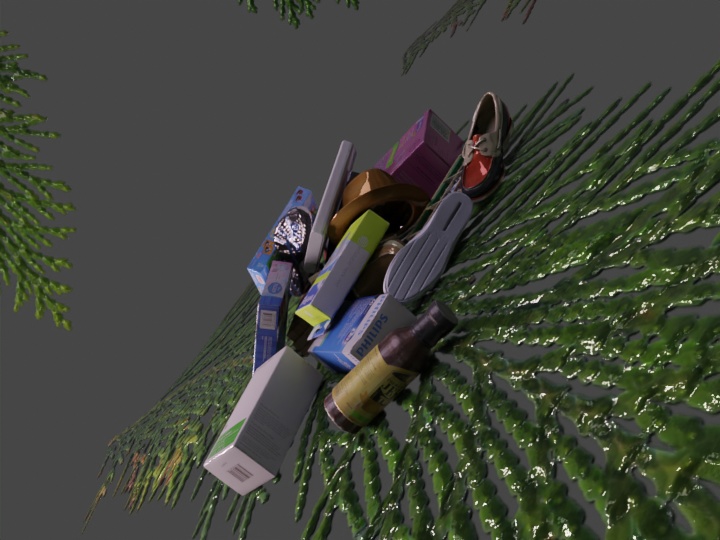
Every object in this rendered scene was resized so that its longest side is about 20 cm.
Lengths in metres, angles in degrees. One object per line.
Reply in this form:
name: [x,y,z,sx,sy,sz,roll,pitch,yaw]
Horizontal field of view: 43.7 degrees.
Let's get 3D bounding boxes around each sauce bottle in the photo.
sauce bottle: [0.038,0.118,1.109,0.200,0.064,0.065,-47,13,19]

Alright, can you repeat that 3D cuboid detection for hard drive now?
hard drive: [-0.056,-0.112,1.592,0.133,0.026,0.203,107,180,-59]

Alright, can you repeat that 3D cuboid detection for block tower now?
block tower: [-0.085,0.074,1.665,0.058,0.054,0.201,-43,15,24]

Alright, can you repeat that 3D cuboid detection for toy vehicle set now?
toy vehicle set: [0.159,-0.131,1.469,0.201,0.026,0.124,-57,14,-26]

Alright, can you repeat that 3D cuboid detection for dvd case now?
dvd case: [-0.039,-0.074,1.739,0.201,0.024,0.152,102,-175,-59]

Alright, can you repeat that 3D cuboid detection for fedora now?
fedora: [0.023,-0.114,1.536,0.200,0.198,0.083,-39,60,39]

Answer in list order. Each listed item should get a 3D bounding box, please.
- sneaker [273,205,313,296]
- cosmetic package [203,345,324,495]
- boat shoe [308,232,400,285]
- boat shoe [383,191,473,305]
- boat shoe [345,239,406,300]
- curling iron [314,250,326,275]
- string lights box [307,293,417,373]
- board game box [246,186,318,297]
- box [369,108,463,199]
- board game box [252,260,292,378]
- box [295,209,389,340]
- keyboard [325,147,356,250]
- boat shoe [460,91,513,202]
sneaker: [-0.113,-0.046,1.674,0.077,0.075,0.202,-48,-22,-40]
cosmetic package: [-0.145,0.229,1.376,0.107,0.084,0.201,-39,19,43]
boat shoe: [0.000,0.000,1.547,0.199,0.069,0.074,-29,2,38]
boat shoe: [0.103,-0.025,1.316,0.201,0.072,0.062,-51,-12,-18]
boat shoe: [0.019,0.021,1.418,0.076,0.072,0.200,-43,-3,-34]
curling iron: [-0.071,-0.045,1.822,0.050,0.025,0.202,-57,-14,-37]
string lights box: [-0.002,0.095,1.317,0.103,0.059,0.200,-54,14,-15]
board game box: [-0.139,-0.039,1.755,0.202,0.036,0.152,-61,-25,-25]
box: [0.089,-0.173,1.666,0.200,0.096,0.177,-44,14,26]
board game box: [-0.157,0.113,1.597,0.200,0.042,0.204,-88,5,-68]
box: [-0.035,0.009,1.404,0.202,0.047,0.122,-58,7,-16]
keyboard: [-0.039,-0.138,1.735,0.056,0.010,0.204,43,-117,-88]
boat shoe: [0.191,-0.191,1.391,0.070,0.063,0.202,-5,47,33]
